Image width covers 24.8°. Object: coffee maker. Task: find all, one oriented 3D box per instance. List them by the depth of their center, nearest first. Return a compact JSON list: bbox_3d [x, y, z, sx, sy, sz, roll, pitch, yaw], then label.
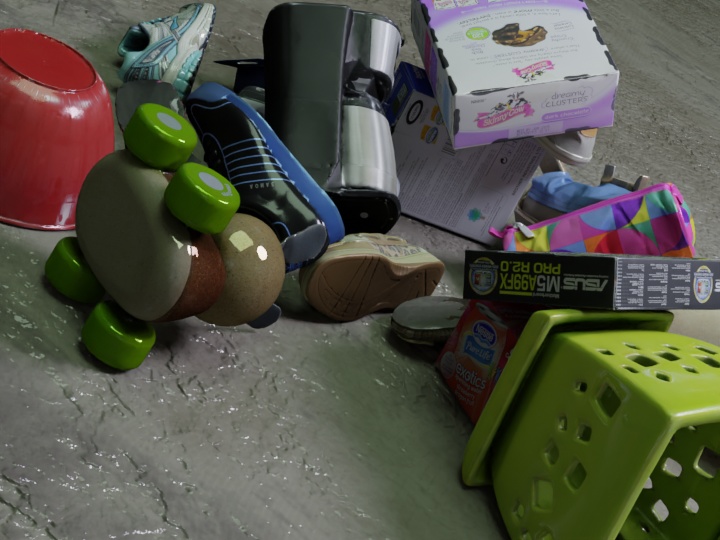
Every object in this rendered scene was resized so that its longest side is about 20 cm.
[{"bbox_3d":[-0.052,-0.145,1.545,0.190,0.134,0.202,12,65,-28],"label":"coffee maker"}]

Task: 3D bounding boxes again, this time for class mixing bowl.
[{"bbox_3d":[-0.290,-0.138,1.417,0.199,0.109,0.201,24,27,-13],"label":"mixing bowl"}]

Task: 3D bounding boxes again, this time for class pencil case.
[{"bbox_3d":[0.232,-0.027,1.632,0.088,0.198,0.089,-15,90,-76],"label":"pencil case"}]

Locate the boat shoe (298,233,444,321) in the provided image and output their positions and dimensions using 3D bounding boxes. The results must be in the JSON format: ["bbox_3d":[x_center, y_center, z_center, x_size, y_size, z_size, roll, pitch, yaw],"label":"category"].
[{"bbox_3d":[0.000,0.000,1.508,0.063,0.074,0.199,41,19,28],"label":"boat shoe"}]

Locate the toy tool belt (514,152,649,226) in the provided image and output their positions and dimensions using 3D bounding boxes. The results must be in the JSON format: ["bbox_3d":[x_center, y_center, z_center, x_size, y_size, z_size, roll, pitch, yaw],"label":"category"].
[{"bbox_3d":[0.253,-0.059,1.724,0.124,0.124,0.199,-3,14,-44],"label":"toy tool belt"}]

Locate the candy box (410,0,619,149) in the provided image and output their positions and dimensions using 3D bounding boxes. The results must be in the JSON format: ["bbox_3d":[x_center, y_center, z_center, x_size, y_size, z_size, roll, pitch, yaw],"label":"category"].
[{"bbox_3d":[0.151,-0.221,1.651,0.166,0.072,0.201,-8,45,-7],"label":"candy box"}]

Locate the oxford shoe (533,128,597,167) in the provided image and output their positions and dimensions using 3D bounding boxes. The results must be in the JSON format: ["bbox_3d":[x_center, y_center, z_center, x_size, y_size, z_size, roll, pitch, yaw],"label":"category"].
[{"bbox_3d":[0.176,-0.186,1.707,0.075,0.058,0.200,-8,44,-48],"label":"oxford shoe"}]

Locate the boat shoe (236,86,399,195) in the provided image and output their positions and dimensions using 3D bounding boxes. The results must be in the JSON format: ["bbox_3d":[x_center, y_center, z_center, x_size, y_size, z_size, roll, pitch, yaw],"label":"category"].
[{"bbox_3d":[-0.044,-0.129,1.679,0.198,0.074,0.068,23,40,8],"label":"boat shoe"}]

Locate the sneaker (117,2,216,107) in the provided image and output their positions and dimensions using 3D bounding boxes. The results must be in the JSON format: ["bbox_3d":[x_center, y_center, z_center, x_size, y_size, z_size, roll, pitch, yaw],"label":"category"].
[{"bbox_3d":[-0.204,-0.240,1.714,0.086,0.078,0.201,20,28,-9],"label":"sneaker"}]

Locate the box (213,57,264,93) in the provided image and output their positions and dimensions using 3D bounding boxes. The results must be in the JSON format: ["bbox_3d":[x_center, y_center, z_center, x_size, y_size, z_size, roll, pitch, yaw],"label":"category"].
[{"bbox_3d":[-0.051,-0.192,1.766,0.198,0.033,0.121,12,-1,-32],"label":"box"}]

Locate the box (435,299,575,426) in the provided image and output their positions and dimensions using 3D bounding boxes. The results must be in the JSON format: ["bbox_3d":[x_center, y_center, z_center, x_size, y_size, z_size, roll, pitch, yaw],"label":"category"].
[{"bbox_3d":[0.183,0.090,1.493,0.198,0.096,0.100,9,32,-34],"label":"box"}]

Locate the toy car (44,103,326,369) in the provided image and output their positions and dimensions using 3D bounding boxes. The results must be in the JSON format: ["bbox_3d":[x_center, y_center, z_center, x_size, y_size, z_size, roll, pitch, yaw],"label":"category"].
[{"bbox_3d":[-0.120,-0.014,1.321,0.199,0.165,0.158,13,30,-44],"label":"toy car"}]

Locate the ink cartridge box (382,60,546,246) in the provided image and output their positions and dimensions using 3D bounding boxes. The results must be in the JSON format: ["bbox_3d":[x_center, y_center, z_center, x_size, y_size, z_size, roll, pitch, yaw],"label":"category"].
[{"bbox_3d":[0.079,-0.128,1.725,0.198,0.137,0.077,18,26,-21],"label":"ink cartridge box"}]

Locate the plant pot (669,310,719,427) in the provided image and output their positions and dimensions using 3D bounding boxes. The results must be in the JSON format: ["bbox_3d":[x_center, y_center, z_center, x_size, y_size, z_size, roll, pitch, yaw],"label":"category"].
[{"bbox_3d":[0.366,0.085,1.603,0.182,0.202,0.201,20,26,6],"label":"plant pot"}]

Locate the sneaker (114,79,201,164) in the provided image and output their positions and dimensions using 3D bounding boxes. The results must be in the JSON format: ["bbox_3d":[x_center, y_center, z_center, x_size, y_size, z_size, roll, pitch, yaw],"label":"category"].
[{"bbox_3d":[-0.168,-0.070,1.454,0.079,0.087,0.202,-7,57,-4],"label":"sneaker"}]

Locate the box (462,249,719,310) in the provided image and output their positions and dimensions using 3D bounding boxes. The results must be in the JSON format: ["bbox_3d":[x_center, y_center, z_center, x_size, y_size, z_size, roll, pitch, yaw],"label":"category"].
[{"bbox_3d":[0.209,0.008,1.413,0.159,0.045,0.199,5,3,42],"label":"box"}]

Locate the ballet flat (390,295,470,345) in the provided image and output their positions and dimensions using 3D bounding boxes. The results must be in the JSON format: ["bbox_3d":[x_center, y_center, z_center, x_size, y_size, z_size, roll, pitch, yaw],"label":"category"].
[{"bbox_3d":[0.102,0.050,1.550,0.067,0.047,0.199,32,27,35],"label":"ballet flat"}]

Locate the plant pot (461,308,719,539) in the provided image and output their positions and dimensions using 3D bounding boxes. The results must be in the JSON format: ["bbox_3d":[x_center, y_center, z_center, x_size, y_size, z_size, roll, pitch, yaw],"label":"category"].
[{"bbox_3d":[0.211,0.138,1.336,0.199,0.200,0.181,1,32,-42],"label":"plant pot"}]

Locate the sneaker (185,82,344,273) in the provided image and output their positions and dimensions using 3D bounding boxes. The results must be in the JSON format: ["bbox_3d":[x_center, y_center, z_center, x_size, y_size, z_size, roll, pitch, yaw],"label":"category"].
[{"bbox_3d":[-0.102,-0.081,1.430,0.078,0.070,0.200,-34,66,-23],"label":"sneaker"}]
